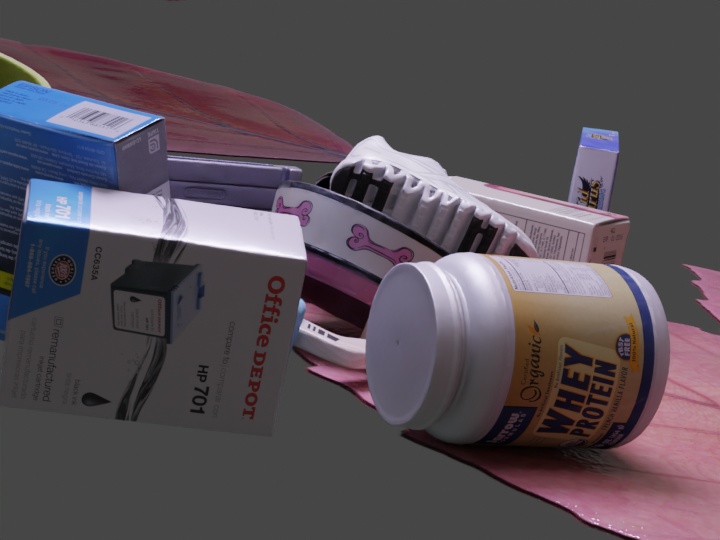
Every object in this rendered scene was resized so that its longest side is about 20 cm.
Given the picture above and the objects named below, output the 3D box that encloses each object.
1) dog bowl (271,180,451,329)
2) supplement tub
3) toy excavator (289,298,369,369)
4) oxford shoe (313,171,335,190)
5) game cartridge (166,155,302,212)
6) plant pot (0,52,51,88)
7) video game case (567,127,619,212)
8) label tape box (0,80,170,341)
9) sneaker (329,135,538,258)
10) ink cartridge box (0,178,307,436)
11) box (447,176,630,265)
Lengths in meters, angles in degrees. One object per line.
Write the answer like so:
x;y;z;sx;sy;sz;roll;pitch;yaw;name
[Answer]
0.000;0.000;1.617;0.200;0.074;0.200;26;-10;5;dog bowl
0.118;0.062;1.388;0.199;0.145;0.144;4;12;-25;supplement tub
-0.065;0.049;1.485;0.200;0.100;0.194;27;15;14;toy excavator
-0.013;-0.071;1.750;0.073;0.071;0.200;26;-3;-10;oxford shoe
-0.155;-0.040;1.696;0.199;0.130;0.038;4;13;-30;game cartridge
-0.388;-0.095;1.574;0.199;0.191;0.200;18;16;-5;plant pot
0.244;-0.055;1.977;0.045;0.182;0.200;11;11;6;video game case
-0.217;-0.030;1.391;0.144;0.201;0.063;16;32;29;label tape box
0.073;-0.058;1.633;0.200;0.075;0.081;29;37;-2;sneaker
-0.149;0.028;1.303;0.199;0.147;0.086;8;21;-9;ink cartridge box
0.151;-0.012;1.822;0.199;0.128;0.109;16;12;26;box
